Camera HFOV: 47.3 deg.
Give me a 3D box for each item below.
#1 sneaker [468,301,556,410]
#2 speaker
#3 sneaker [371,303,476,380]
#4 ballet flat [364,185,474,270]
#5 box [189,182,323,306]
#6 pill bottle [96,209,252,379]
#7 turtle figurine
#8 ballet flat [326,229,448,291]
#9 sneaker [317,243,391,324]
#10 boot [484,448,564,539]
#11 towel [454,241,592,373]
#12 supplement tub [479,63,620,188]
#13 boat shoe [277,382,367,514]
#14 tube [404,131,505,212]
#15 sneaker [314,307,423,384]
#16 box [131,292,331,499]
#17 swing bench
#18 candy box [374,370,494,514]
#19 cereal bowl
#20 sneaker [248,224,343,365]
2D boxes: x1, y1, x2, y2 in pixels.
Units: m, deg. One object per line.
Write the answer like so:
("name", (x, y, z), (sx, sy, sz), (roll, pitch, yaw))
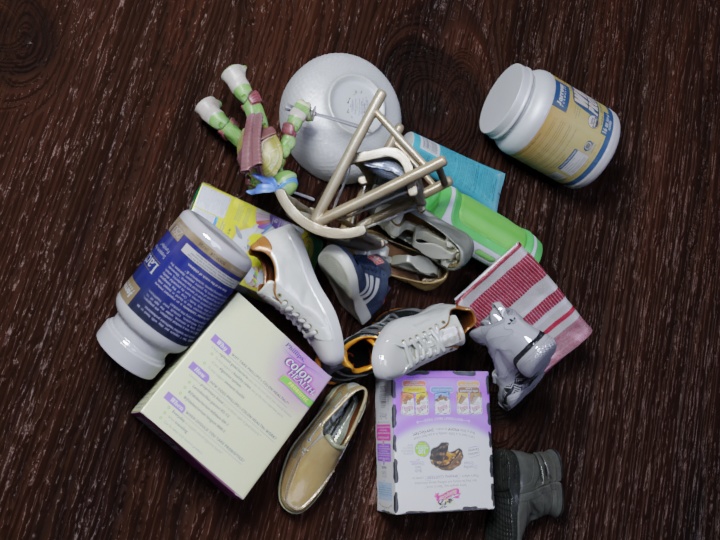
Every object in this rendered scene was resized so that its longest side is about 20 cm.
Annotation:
("sneaker", (0.224, 0.128, 1.255), (0.075, 0.201, 0.115), (-34, 66, -24))
("speaker", (0.190, -0.060, 1.310), (0.198, 0.088, 0.090), (28, 71, -17))
("sneaker", (0.095, 0.094, 1.177), (0.199, 0.084, 0.074), (-32, 109, -44))
("ballet flat", (0.078, -0.066, 1.237), (0.198, 0.068, 0.064), (29, 41, 9))
("box", (-0.158, -0.029, 1.172), (0.198, 0.048, 0.119), (24, 73, -16))
("pill bottle", (-0.241, 0.033, 1.060), (0.115, 0.116, 0.201), (39, 91, -12))
("turtle figurine", (-0.129, -0.188, 1.178), (0.199, 0.144, 0.195), (-33, 79, -34))
("ballet flat", (0.047, -0.023, 1.251), (0.197, 0.063, 0.070), (16, 76, -20))
("sneaker", (0.000, 0.000, 1.160), (0.084, 0.201, 0.075), (-43, 68, -11))
("boot", (0.265, 0.377, 1.277), (0.129, 0.067, 0.204), (11, 78, -27))
("towel", (0.259, 0.074, 1.302), (0.144, 0.023, 0.200), (-41, 106, 4))
("supplement tub", (0.312, -0.239, 1.363), (0.198, 0.144, 0.147), (24, 72, -18))
("boat shoe", (-0.051, 0.245, 1.152), (0.071, 0.076, 0.202), (32, 70, -15))
("tube", (0.153, -0.162, 1.336), (0.198, 0.050, 0.079), (23, 76, -23))
("sneaker", (0.031, 0.111, 1.213), (0.198, 0.077, 0.079), (-27, 89, -27))
("box", (-0.172, 0.167, 1.103), (0.176, 0.096, 0.201), (42, 68, -11))
("swing bench", (0.011, -0.109, 1.121), (0.200, 0.199, 0.130), (-44, 82, 6))
("candy box", (0.109, 0.253, 1.224), (0.165, 0.071, 0.204), (4, 78, -23))
("cereal bowl", (-0.021, -0.239, 1.252), (0.197, 0.083, 0.204), (5, 78, -22))
("sneaker", (-0.093, 0.046, 1.120), (0.084, 0.073, 0.202), (-24, 87, -29))
